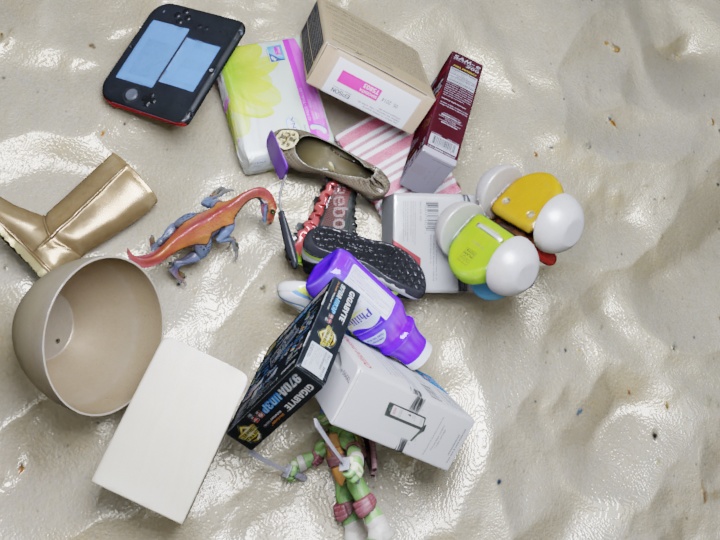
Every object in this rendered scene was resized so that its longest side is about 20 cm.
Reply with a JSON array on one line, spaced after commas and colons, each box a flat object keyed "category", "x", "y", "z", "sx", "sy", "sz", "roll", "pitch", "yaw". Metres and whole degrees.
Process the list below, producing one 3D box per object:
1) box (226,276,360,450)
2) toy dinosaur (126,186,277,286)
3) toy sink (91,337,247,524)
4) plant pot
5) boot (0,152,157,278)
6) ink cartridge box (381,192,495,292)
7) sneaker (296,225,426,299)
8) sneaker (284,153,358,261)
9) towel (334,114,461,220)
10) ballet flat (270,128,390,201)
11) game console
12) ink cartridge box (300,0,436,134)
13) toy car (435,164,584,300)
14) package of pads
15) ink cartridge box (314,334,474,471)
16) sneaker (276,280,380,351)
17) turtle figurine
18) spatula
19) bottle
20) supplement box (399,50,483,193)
[{"category": "box", "x": -0.088, "y": 0.122, "z": 0.938, "sx": 0.046, "sy": 0.200, "sz": 0.160, "roll": 34, "pitch": 41, "yaw": -11}, {"category": "toy dinosaur", "x": -0.208, "y": -0.056, "z": 1.043, "sx": 0.180, "sy": 0.200, "sz": 0.106, "roll": -33, "pitch": 99, "yaw": 12}, {"category": "toy sink", "x": -0.247, "y": 0.211, "z": 0.971, "sx": 0.128, "sy": 0.112, "sz": 0.204, "roll": 24, "pitch": 75, "yaw": -3}, {"category": "plant pot", "x": -0.377, "y": 0.079, "z": 0.957, "sx": 0.132, "sy": 0.200, "sz": 0.205, "roll": 4, "pitch": 68, "yaw": 29}, {"category": "boot", "x": -0.426, "y": -0.100, "z": 1.049, "sx": 0.176, "sy": 0.066, "sz": 0.200, "roll": 48, "pitch": 71, "yaw": -9}, {"category": "ink cartridge box", "x": 0.135, "y": -0.041, "z": 1.126, "sx": 0.195, "sy": 0.083, "sz": 0.151, "roll": 1, "pitch": 90, "yaw": -12}, {"category": "sneaker", "x": 0.000, "y": 0.000, "z": 1.054, "sx": 0.196, "sy": 0.084, "sz": 0.072, "roll": 23, "pitch": 44, "yaw": 1}, {"category": "sneaker", "x": -0.035, "y": -0.084, "z": 1.124, "sx": 0.097, "sy": 0.071, "sz": 0.203, "roll": 29, "pitch": 72, "yaw": -2}, {"category": "towel", "x": 0.062, "y": -0.171, "z": 1.194, "sx": 0.144, "sy": 0.030, "sz": 0.203, "roll": -28, "pitch": 81, "yaw": -16}, {"category": "ballet flat", "x": -0.045, "y": -0.165, "z": 1.082, "sx": 0.197, "sy": 0.046, "sz": 0.068, "roll": 27, "pitch": 70, "yaw": 3}, {"category": "game console", "x": -0.291, "y": -0.323, "z": 1.119, "sx": 0.173, "sy": 0.031, "sz": 0.203, "roll": 18, "pitch": 70, "yaw": 24}, {"category": "ink cartridge box", "x": 0.008, "y": -0.321, "z": 1.134, "sx": 0.197, "sy": 0.075, "sz": 0.167, "roll": 22, "pitch": 37, "yaw": -25}, {"category": "toy car", "x": 0.217, "y": -0.039, "z": 1.037, "sx": 0.199, "sy": 0.151, "sz": 0.175, "roll": -41, "pitch": 45, "yaw": -9}, {"category": "package of pads", "x": -0.141, "y": -0.264, "z": 1.153, "sx": 0.151, "sy": 0.068, "sz": 0.204, "roll": -15, "pitch": 77, "yaw": -16}, {"category": "ink cartridge box", "x": 0.035, "y": 0.173, "z": 0.986, "sx": 0.197, "sy": 0.146, "sz": 0.086, "roll": 27, "pitch": 96, "yaw": -25}, {"category": "sneaker", "x": -0.041, "y": 0.090, "z": 1.058, "sx": 0.196, "sy": 0.075, "sz": 0.107, "roll": 22, "pitch": 78, "yaw": -18}, {"category": "turtle figurine", "x": -0.046, "y": 0.290, "z": 0.979, "sx": 0.142, "sy": 0.199, "sz": 0.198, "roll": -25, "pitch": 84, "yaw": 17}, {"category": "spatula", "x": -0.113, "y": -0.101, "z": 1.055, "sx": 0.020, "sy": 0.056, "sz": 0.205, "roll": -5, "pitch": 78, "yaw": -20}, {"category": "bottle", "x": 0.017, "y": 0.059, "z": 1.003, "sx": 0.200, "sy": 0.083, "sz": 0.066, "roll": 43, "pitch": 47, "yaw": -18}, {"category": "supplement box", "x": 0.128, "y": -0.232, "z": 1.149, "sx": 0.060, "sy": 0.109, "sz": 0.204, "roll": 23, "pitch": 63, "yaw": -8}]
